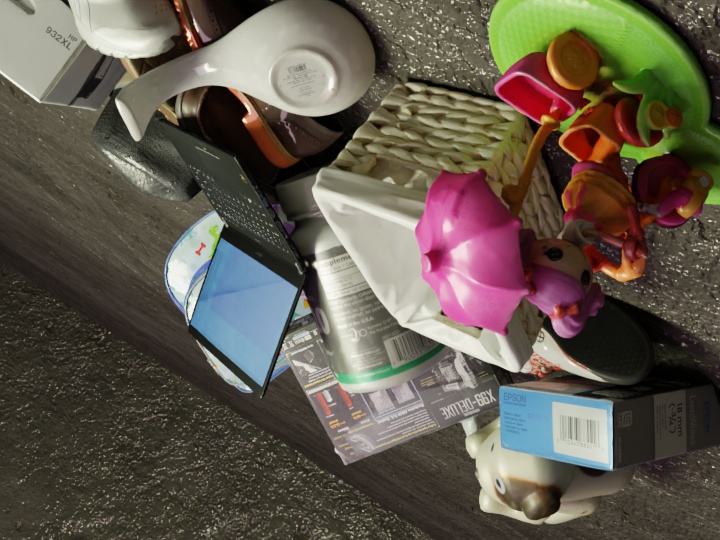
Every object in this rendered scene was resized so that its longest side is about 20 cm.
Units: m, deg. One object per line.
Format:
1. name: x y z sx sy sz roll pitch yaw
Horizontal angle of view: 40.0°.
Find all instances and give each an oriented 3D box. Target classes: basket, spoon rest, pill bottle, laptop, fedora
1. basket: 0.075 -0.035 0.770 0.135 0.124 0.200 21 158 36
2. spoon rest: -0.086 -0.152 0.760 0.198 0.061 0.100 -11 131 10
3. pill bottle: 0.000 0.000 0.909 0.113 0.113 0.202 -2 110 62
4. laptop: -0.136 -0.017 0.901 0.177 0.103 0.201 29 154 53
5. fedora: -0.226 -0.138 1.102 0.200 0.092 0.201 32 163 11

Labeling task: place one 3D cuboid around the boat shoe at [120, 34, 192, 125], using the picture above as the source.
1. boat shoe: -0.189 -0.189 0.941 0.067 0.072 0.200 20 160 33

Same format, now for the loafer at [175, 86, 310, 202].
1. loafer: -0.098 -0.125 0.962 0.071 0.073 0.200 14 163 39

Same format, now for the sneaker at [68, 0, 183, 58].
1. sneaker: -0.216 -0.248 0.794 0.200 0.074 0.087 45 157 18

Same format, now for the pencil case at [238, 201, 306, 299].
1. pencil case: -0.048 -0.013 1.033 0.086 0.084 0.200 54 -165 31

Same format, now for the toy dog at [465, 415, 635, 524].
1. toy dog: 0.203 0.209 1.051 0.193 0.141 0.199 -6 170 37

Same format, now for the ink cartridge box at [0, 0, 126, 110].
1. ink cartridge box: -0.305 -0.227 0.927 0.145 0.084 0.200 38 -175 -5

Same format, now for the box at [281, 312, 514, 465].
1. box: 0.035 0.093 1.016 0.159 0.199 0.050 61 -158 -9

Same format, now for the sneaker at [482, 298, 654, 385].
1. sneaker: 0.190 0.066 0.917 0.201 0.067 0.108 26 161 39

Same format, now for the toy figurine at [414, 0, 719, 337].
1. toy figurine: 0.117 -0.036 0.589 0.200 0.185 0.150 38 162 -11

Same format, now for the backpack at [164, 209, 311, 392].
1. backpack: -0.127 0.020 1.156 0.201 0.182 0.147 53 -171 -6

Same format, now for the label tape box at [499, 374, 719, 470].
1. label tape box: 0.250 0.132 0.926 0.199 0.064 0.144 -3 -178 -34

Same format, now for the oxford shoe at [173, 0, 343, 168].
1. oxford shoe: -0.083 -0.181 0.816 0.072 0.071 0.201 -18 125 26

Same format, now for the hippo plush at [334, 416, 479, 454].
1. hippo plush: 0.071 0.107 1.144 0.159 0.161 0.200 0 -168 18
